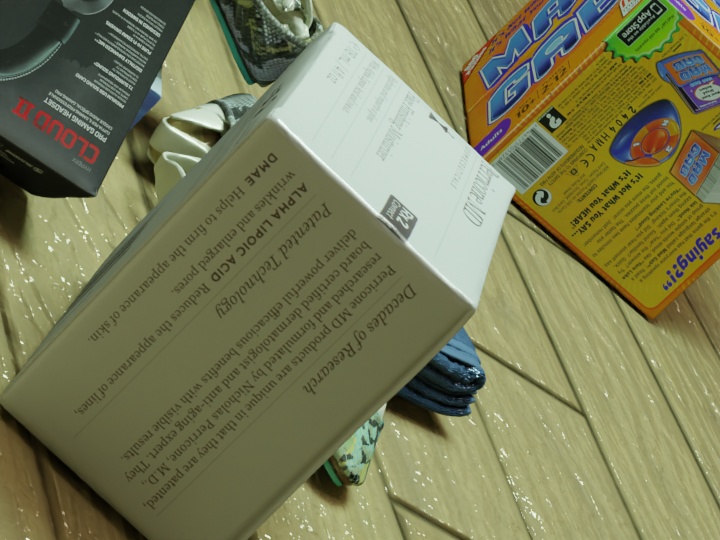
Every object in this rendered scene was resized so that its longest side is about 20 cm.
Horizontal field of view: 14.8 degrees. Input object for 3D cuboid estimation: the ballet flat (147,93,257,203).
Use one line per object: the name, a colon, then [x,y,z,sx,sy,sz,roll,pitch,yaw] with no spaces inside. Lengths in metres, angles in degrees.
ballet flat: [-0.088,-0.059,1.597,0.072,0.072,0.200,37,19,-24]

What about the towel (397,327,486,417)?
towel: [0.000,0.000,1.692,0.112,0.049,0.200,27,27,-44]

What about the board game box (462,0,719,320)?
board game box: [0.223,-0.128,2.196,0.200,0.200,0.200,40,19,-18]

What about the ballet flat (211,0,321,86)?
ballet flat: [-0.073,-0.187,1.604,0.200,0.072,0.072,57,4,-49]

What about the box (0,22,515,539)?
box: [-0.044,0.010,1.337,0.131,0.200,0.199,43,18,-7]

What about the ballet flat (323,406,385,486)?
ballet flat: [-0.014,0.034,1.543,0.074,0.074,0.200,30,26,-40]

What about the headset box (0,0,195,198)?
headset box: [-0.173,-0.142,1.422,0.149,0.200,0.077,35,-17,-30]

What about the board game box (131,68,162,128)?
board game box: [-0.206,-0.193,1.655,0.199,0.043,0.200,39,20,-22]
